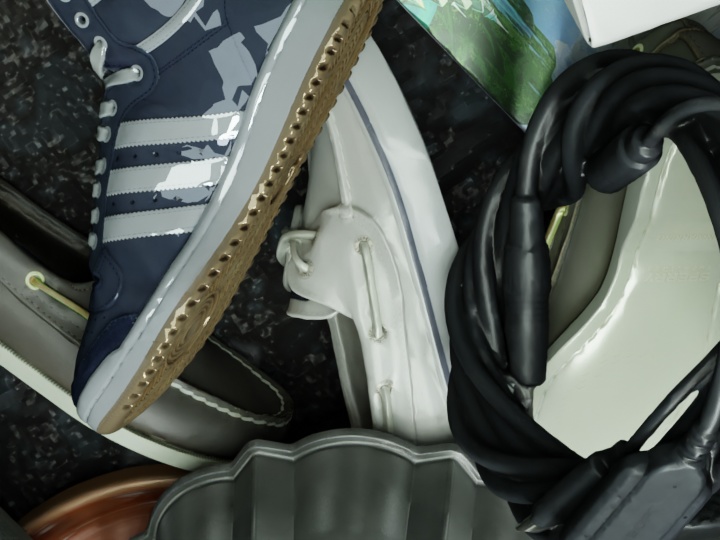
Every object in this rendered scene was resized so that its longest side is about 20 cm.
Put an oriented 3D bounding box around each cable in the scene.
[{"bbox_3d":[0.092,0.007,0.868,0.051,0.164,0.200,4,138,-26],"label":"cable"}]

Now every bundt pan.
[{"bbox_3d":[-0.002,0.161,0.978,0.200,0.076,0.203,2,126,3],"label":"bundt pan"}]

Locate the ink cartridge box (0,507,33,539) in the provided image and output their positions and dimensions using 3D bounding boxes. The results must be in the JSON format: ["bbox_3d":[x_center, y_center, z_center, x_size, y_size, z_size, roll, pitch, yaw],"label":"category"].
[{"bbox_3d":[-0.185,0.153,0.925,0.084,0.200,0.145,43,89,7],"label":"ink cartridge box"}]

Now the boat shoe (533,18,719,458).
[{"bbox_3d":[0.101,0.001,0.961,0.072,0.060,0.202,4,126,-22],"label":"boat shoe"}]

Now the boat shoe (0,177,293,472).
[{"bbox_3d":[-0.109,0.013,0.990,0.200,0.072,0.061,28,109,-8],"label":"boat shoe"}]

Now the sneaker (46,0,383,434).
[{"bbox_3d":[-0.081,-0.047,0.933,0.108,0.070,0.201,30,101,7],"label":"sneaker"}]

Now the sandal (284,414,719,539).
[{"bbox_3d":[0.061,0.099,1.029,0.199,0.076,0.048,2,135,-4],"label":"sandal"}]

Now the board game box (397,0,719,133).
[{"bbox_3d":[0.103,-0.151,0.944,0.200,0.041,0.199,-42,114,12],"label":"board game box"}]

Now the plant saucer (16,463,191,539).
[{"bbox_3d":[-0.075,0.173,1.066,0.199,0.032,0.202,0,109,-1],"label":"plant saucer"}]

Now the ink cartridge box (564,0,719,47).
[{"bbox_3d":[0.140,-0.168,0.837,0.199,0.147,0.083,-19,123,1],"label":"ink cartridge box"}]

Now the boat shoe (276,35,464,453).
[{"bbox_3d":[0.000,0.000,0.977,0.065,0.072,0.201,-19,103,-11],"label":"boat shoe"}]
